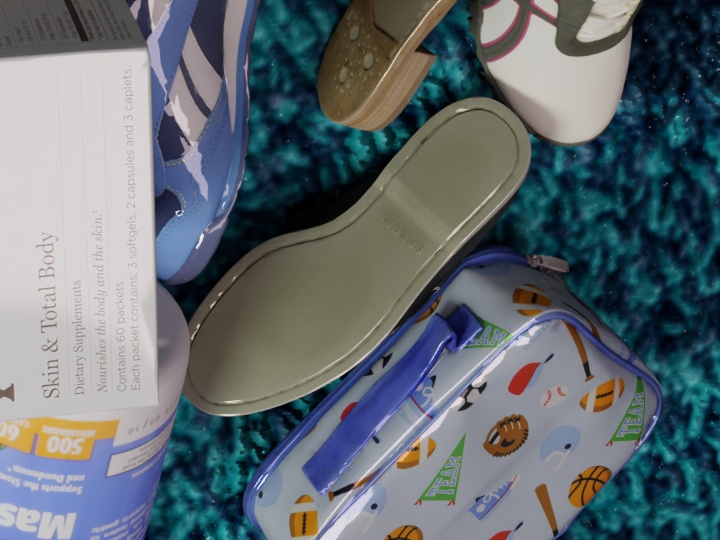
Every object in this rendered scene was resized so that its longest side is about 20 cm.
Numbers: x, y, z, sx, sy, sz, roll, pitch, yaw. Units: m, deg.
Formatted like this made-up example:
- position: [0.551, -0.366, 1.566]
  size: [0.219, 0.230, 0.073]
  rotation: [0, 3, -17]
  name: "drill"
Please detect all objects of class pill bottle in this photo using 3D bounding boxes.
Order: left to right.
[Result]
- position: [-0.148, 0.096, 1.293]
  size: [0.112, 0.112, 0.200]
  rotation: [-3, 129, -25]
  name: "pill bottle"

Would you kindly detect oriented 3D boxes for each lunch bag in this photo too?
- position: [0.046, 0.082, 1.396]
  size: [0.200, 0.076, 0.160]
  rotation: [-47, 140, 7]
  name: "lunch bag"

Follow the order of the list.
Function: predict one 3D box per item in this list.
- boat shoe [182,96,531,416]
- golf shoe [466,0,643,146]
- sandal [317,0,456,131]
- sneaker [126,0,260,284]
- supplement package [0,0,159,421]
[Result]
- position: [-0.001, -0.002, 1.343]
  size: [0.199, 0.074, 0.066]
  rotation: [-46, 171, -2]
  name: "boat shoe"
- position: [0.097, -0.132, 1.293]
  size: [0.077, 0.088, 0.200]
  rotation: [-18, 127, -17]
  name: "golf shoe"
- position: [0.018, -0.156, 1.246]
  size: [0.069, 0.078, 0.212]
  rotation: [11, 120, -33]
  name: "sandal"
- position: [-0.092, -0.089, 1.240]
  size: [0.082, 0.074, 0.201]
  rotation: [-4, 114, -21]
  name: "sneaker"
- position: [-0.190, -0.034, 1.116]
  size: [0.199, 0.151, 0.152]
  rotation: [-5, 115, -13]
  name: "supplement package"
